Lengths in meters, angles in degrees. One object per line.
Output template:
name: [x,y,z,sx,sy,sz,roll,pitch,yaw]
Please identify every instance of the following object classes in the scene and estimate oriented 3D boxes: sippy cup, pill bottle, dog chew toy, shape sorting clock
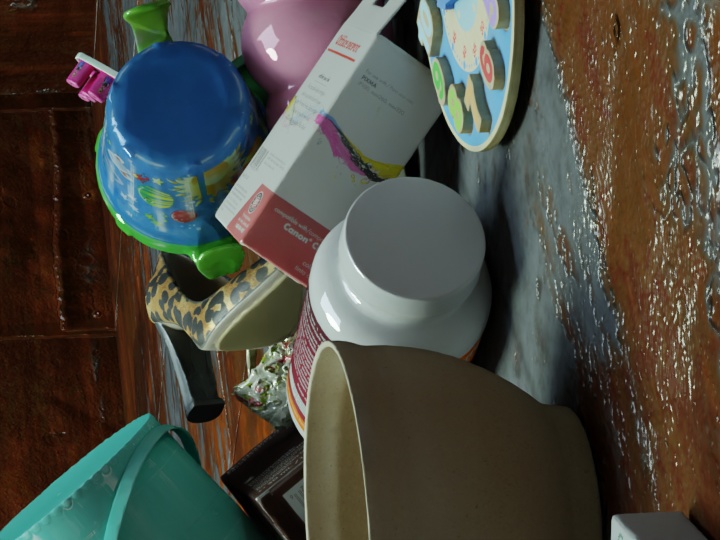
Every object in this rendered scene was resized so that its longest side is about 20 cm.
sippy cup: [-0.123,-0.094,1.737,0.140,0.178,0.130,-51,-10,-12]
pill bottle: [0.019,0.033,1.535,0.200,0.112,0.114,104,161,-58]
dog chew toy: [-0.030,-0.170,1.724,0.125,0.124,0.201,149,117,-78]
shape sorting clock: [0.061,-0.170,1.465,0.200,0.039,0.201,178,90,-80]

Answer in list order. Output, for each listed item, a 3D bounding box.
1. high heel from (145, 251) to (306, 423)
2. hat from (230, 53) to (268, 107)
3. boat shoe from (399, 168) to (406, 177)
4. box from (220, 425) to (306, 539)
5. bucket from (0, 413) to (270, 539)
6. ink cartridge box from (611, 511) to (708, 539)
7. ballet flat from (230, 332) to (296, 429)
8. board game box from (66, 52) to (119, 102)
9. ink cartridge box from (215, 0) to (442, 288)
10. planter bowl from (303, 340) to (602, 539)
high heel: [-0.101,0.000,1.817,0.200,0.071,0.143,-53,45,43]
hat: [-0.025,-0.102,1.911,0.176,0.165,0.200,56,-166,-5]
boat shoe: [0.000,0.000,1.760,0.072,0.067,0.201,-108,22,-58]
box: [-0.033,0.155,1.836,0.075,0.100,0.200,52,171,-5]
bucket: [-0.177,0.210,1.824,0.135,0.207,0.207,50,171,-6]
ink cartridge box: [0.150,0.181,1.066,0.200,0.039,0.100,-122,32,-72]
ballet flat: [-0.046,0.017,1.852,0.076,0.064,0.201,52,-125,-83]
board game box: [-0.117,-0.075,1.926,0.026,0.199,0.200,-55,-25,-10]
ink cartridge box: [-0.006,-0.092,1.625,0.201,0.067,0.116,-56,15,2]
planter bowl: [0.051,0.135,1.326,0.200,0.134,0.202,178,90,-79]
